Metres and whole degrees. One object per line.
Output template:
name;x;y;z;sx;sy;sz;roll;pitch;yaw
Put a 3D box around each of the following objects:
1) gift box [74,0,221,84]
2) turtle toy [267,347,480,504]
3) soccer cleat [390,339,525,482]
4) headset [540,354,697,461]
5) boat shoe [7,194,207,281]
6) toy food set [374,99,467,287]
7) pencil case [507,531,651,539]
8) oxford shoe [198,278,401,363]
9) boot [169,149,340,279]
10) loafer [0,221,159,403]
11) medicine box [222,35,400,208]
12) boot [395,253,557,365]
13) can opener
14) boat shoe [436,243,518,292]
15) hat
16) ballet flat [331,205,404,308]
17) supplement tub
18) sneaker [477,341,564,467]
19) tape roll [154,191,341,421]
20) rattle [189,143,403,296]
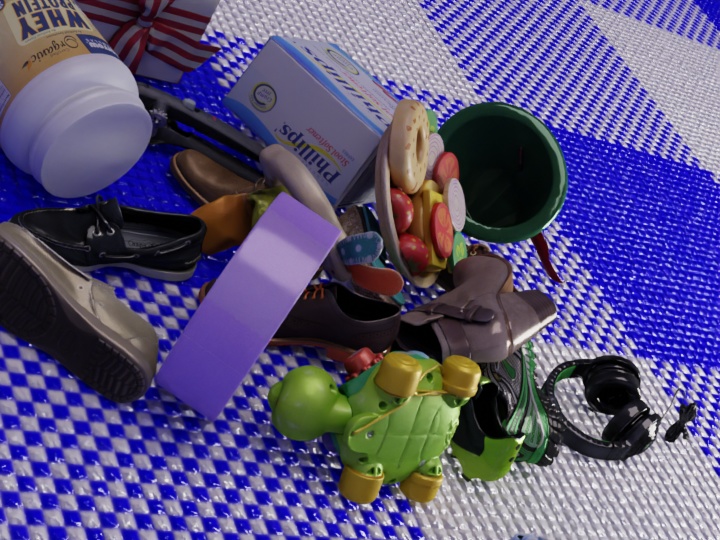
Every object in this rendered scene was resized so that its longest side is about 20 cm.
gift box;-0.247;-0.331;1.611;0.200;0.185;0.187;5;39;-31
turtle toy;0.010;0.128;1.293;0.200;0.146;0.101;7;19;-40
soccer cleat;0.090;0.120;1.418;0.067;0.081;0.200;-5;46;-48
headset;0.288;0.163;1.593;0.199;0.094;0.124;1;47;-22
boat shoe;-0.231;-0.039;1.334;0.199;0.066;0.075;13;37;-33
toy food set;0.068;-0.081;1.551;0.198;0.049;0.201;13;73;-67
pencil case;0.208;0.289;1.300;0.200;0.083;0.091;11;60;-37
oxford shoe;-0.057;0.033;1.391;0.199;0.073;0.071;14;38;-14
boot;-0.108;-0.078;1.506;0.200;0.076;0.074;35;32;0
loafer;-0.252;0.031;1.218;0.200;0.076;0.068;44;29;-5
medicine box;-0.030;-0.173;1.650;0.182;0.103;0.200;43;18;12
boot;0.098;0.041;1.449;0.146;0.070;0.200;-17;19;-23
can opener;-0.174;-0.150;1.549;0.200;0.063;0.079;24;32;-18
boat shoe;0.134;0.006;1.635;0.070;0.070;0.200;-12;53;-49
hat;0.161;-0.082;1.739;0.165;0.176;0.201;-13;76;-5
ballet flat;0.000;0.000;1.507;0.071;0.065;0.200;54;10;-26
supplement tub;-0.305;-0.182;1.384;0.144;0.145;0.200;-9;52;-50
sneaker;0.140;0.113;1.484;0.085;0.078;0.200;10;37;-29
tape roll;-0.097;0.031;1.239;0.066;0.200;0.200;35;30;-2
rattle;-0.071;-0.021;1.369;0.143;0.130;0.200;-19;54;-25
